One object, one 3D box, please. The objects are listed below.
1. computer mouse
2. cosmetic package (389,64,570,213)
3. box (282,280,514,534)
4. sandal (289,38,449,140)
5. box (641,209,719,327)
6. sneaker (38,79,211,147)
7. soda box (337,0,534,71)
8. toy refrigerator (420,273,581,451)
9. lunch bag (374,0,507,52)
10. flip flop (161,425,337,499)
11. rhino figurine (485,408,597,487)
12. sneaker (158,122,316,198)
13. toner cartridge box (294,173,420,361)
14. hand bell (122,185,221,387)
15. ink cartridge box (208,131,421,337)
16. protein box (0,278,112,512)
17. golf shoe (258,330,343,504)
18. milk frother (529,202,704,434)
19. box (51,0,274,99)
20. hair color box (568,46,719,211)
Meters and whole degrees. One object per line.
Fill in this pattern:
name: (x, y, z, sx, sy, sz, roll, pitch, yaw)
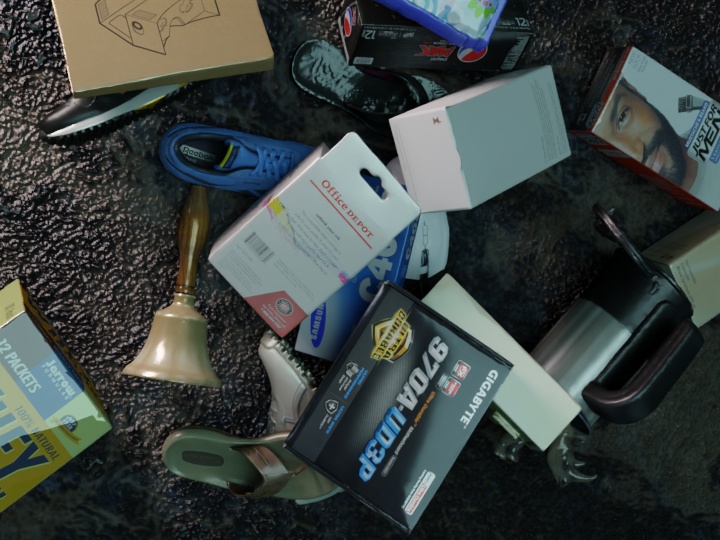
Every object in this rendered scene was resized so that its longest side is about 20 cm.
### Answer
computer mouse: (0.065, -0.028, 1.276, 0.108, 0.044, 0.203, -13, 101, -15)
cosmetic package: (0.132, -0.141, 1.217, 0.199, 0.084, 0.109, -26, 106, -43)
box: (0.038, 0.137, 1.165, 0.158, 0.046, 0.202, 33, 88, 3)
sandal: (0.018, -0.189, 1.236, 0.198, 0.048, 0.077, 17, 91, -19)
box: (0.444, -0.025, 1.384, 0.199, 0.078, 0.096, -33, 106, -11)
sneaker: (-0.240, -0.197, 1.146, 0.198, 0.070, 0.091, -28, 93, -15)
soda box: (0.080, -0.262, 1.226, 0.197, 0.064, 0.072, -1, 57, -18)
toy refrigerator: (0.137, 0.101, 1.227, 0.200, 0.076, 0.070, 45, 84, 3)
lunch bag: (0.078, -0.341, 1.166, 0.168, 0.127, 0.203, 23, 70, -12)
flip flop: (-0.116, 0.208, 1.207, 0.196, 0.058, 0.082, 8, 112, 2)
rhino figurine: (0.184, 0.173, 1.293, 0.199, 0.060, 0.088, 36, 97, 16)
sneaker: (-0.111, -0.109, 1.190, 0.197, 0.078, 0.067, 9, 93, -21)
toner cartridge box: (0.000, 0.000, 1.236, 0.094, 0.043, 0.203, 14, 93, 16)
hand bell: (-0.180, 0.014, 1.187, 0.102, 0.104, 0.204, 10, 84, -19)
ink cartridge box: (-0.045, -0.044, 1.172, 0.199, 0.068, 0.117, -40, 104, 13)
protein box: (-0.361, 0.133, 1.074, 0.199, 0.198, 0.136, -37, 107, -11)
golf shoe: (-0.075, 0.167, 1.243, 0.096, 0.078, 0.202, -29, 104, -6)
milk frother: (0.261, 0.053, 1.284, 0.200, 0.180, 0.188, 45, 82, -14)
box: (-0.198, -0.252, 1.123, 0.197, 0.021, 0.166, -11, 64, -17)
hair color box: (0.356, -0.165, 1.344, 0.198, 0.064, 0.112, 27, 90, -18)
